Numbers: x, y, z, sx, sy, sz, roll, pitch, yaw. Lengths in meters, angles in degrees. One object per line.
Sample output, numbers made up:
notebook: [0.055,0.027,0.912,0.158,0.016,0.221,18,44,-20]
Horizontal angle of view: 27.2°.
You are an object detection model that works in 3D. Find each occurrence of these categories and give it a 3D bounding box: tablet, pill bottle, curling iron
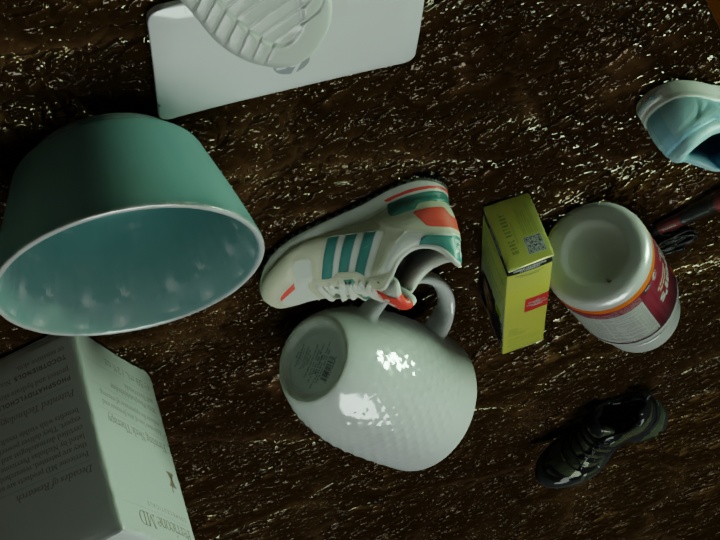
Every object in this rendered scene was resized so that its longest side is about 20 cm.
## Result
tablet: [-0.050,-0.164,1.053,0.198,0.014,0.130,-14,154,-11]
pill bottle: [0.261,0.014,1.510,0.109,0.110,0.200,-26,154,14]
curling iron: [0.378,-0.072,1.521,0.199,0.026,0.049,-34,144,29]

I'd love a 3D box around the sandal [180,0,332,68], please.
sandal: [-0.091,-0.199,0.923,0.082,0.050,0.202,-44,135,14]

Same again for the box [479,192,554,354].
box: [0.151,0.007,1.463,0.050,0.076,0.200,-17,153,-5]

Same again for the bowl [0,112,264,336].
bowl: [-0.178,-0.041,1.090,0.199,0.106,0.201,-14,156,-6]

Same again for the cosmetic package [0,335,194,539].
cosmetic package: [-0.275,0.193,1.376,0.165,0.201,0.167,-24,155,9]

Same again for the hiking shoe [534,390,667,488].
hiking shoe: [0.313,0.220,2.012,0.199,0.076,0.101,-34,144,9]

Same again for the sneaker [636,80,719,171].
sneaker: [0.335,-0.118,1.337,0.199,0.082,0.074,-4,151,-30]

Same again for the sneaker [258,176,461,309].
sneaker: [0.001,0.000,1.317,0.199,0.094,0.070,-28,153,15]

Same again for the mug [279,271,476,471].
mug: [0.022,0.088,1.476,0.175,0.147,0.201,25,100,-47]

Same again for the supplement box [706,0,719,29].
supplement box: [0.372,-0.222,1.169,0.199,0.074,0.126,7,144,-44]
